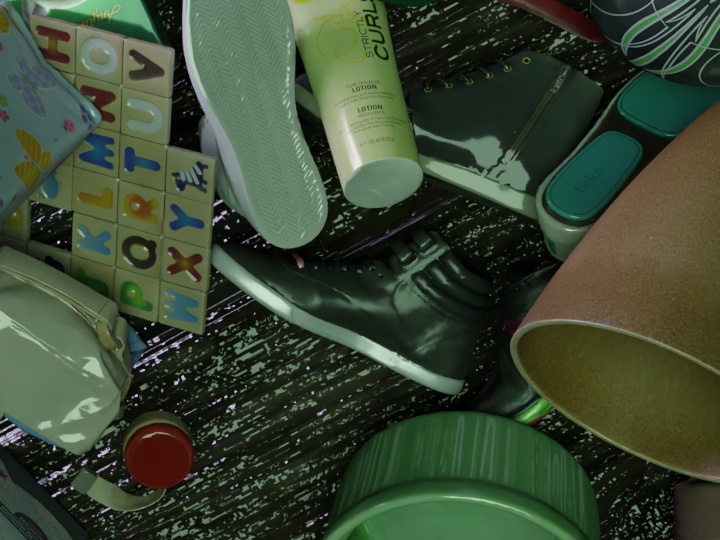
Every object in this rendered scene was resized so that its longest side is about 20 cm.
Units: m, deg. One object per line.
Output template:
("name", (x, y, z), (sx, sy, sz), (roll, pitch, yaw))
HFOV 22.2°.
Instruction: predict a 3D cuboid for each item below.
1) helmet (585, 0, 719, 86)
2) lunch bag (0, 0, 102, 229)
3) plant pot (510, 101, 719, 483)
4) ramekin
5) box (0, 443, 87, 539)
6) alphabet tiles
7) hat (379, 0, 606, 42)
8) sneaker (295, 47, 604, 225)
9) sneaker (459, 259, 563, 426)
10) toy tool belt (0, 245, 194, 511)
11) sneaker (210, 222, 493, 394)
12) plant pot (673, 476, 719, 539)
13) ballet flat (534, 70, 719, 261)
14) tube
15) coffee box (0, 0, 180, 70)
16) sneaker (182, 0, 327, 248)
("helmet", (0.231, -0.212, 1.148), (0.200, 0.200, 0.191), (35, 74, -8))
("lunch bag", (-0.284, -0.052, 1.148), (0.200, 0.170, 0.127), (-29, 105, 29))
("plant pot", (0.219, 0.001, 1.126), (0.186, 0.186, 0.200), (32, 69, -7))
("ramekin", (0.069, 0.188, 1.234), (0.200, 0.098, 0.200), (4, 129, 6))
("box", (-0.297, 0.164, 1.237), (0.115, 0.132, 0.200), (-42, 100, 8))
("alphabet tiles", (-0.172, -0.064, 1.199), (0.167, 0.008, 0.200), (16, 122, 15))
("hat", (0.028, -0.182, 1.186), (0.200, 0.166, 0.176), (2, 128, 27))
("sneaker", (0.057, -0.113, 1.228), (0.200, 0.075, 0.106), (23, 88, -6))
("sneaker", (0.124, 0.038, 1.259), (0.084, 0.077, 0.200), (38, 95, 9))
("toy tool belt", (-0.198, 0.062, 1.234), (0.200, 0.123, 0.125), (33, 103, -15))
("sneaker", (0.000, 0.000, 1.245), (0.200, 0.071, 0.099), (25, 98, -12))
("plant pot", (0.303, 0.093, 1.223), (0.200, 0.200, 0.175), (-4, 83, 0))
("ballet flat", (0.183, -0.077, 1.219), (0.200, 0.069, 0.069), (-43, 101, -26))
("tube", (-0.007, -0.132, 1.172), (0.058, 0.200, 0.052), (20, 134, -39))
("coffee box", (-0.214, -0.201, 1.210), (0.123, 0.044, 0.200), (-24, 100, 6))
("sneaker", (-0.084, -0.119, 1.191), (0.074, 0.116, 0.200), (-17, 107, -17))
